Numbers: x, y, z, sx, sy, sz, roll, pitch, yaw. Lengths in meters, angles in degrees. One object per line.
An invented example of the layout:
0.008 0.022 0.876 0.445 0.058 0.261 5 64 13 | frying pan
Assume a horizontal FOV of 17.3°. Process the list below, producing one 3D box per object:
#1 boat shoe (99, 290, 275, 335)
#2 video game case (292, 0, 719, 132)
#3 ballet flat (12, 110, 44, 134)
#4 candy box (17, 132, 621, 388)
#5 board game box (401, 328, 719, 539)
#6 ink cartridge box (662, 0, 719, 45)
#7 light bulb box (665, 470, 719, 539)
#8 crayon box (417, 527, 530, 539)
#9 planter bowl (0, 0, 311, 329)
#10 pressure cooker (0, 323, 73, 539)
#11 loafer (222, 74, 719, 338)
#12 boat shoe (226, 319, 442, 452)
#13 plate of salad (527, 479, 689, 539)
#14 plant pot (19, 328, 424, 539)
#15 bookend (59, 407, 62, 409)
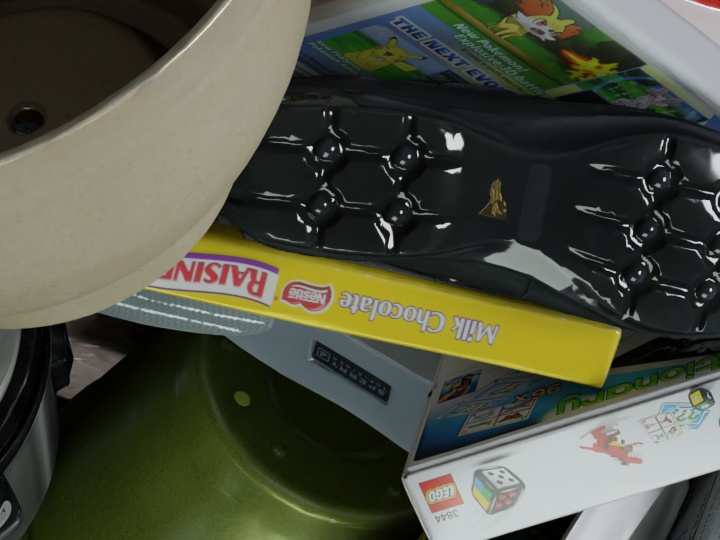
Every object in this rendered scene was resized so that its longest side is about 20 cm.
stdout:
-0.119 -0.035 0.874 0.200 0.067 0.074 18 159 -7 | boat shoe
0.043 -0.046 0.775 0.182 0.022 0.200 -11 152 39 | video game case
-0.116 -0.073 0.810 0.200 0.074 0.074 15 156 -24 | ballet flat
-0.023 -0.005 0.770 0.200 0.026 0.102 13 -166 -12 | candy box
0.118 0.026 0.790 0.200 0.126 0.035 -18 107 17 | board game box
0.032 -0.094 0.748 0.200 0.045 0.176 15 157 -20 | ink cartridge box
0.165 0.156 0.872 0.125 0.198 0.200 23 157 2 | light bulb box
0.054 0.150 1.032 0.058 0.173 0.200 36 160 14 | crayon box
-0.100 -0.068 0.626 0.200 0.200 0.135 1 150 12 | planter bowl
-0.209 0.044 0.962 0.176 0.179 0.200 10 158 -1 | pressure cooker
0.052 -0.025 0.723 0.200 0.068 0.070 9 -167 -13 | loafer
0.002 -0.002 0.932 0.202 0.086 0.075 33 145 13 | boat shoe
0.069 0.119 0.873 0.048 0.200 0.200 30 161 14 | plate of salad
-0.043 0.092 1.050 0.200 0.201 0.193 14 144 -18 | plant pot
-0.182 0.147 1.307 0.200 0.092 0.199 18 156 -30 | bookend
